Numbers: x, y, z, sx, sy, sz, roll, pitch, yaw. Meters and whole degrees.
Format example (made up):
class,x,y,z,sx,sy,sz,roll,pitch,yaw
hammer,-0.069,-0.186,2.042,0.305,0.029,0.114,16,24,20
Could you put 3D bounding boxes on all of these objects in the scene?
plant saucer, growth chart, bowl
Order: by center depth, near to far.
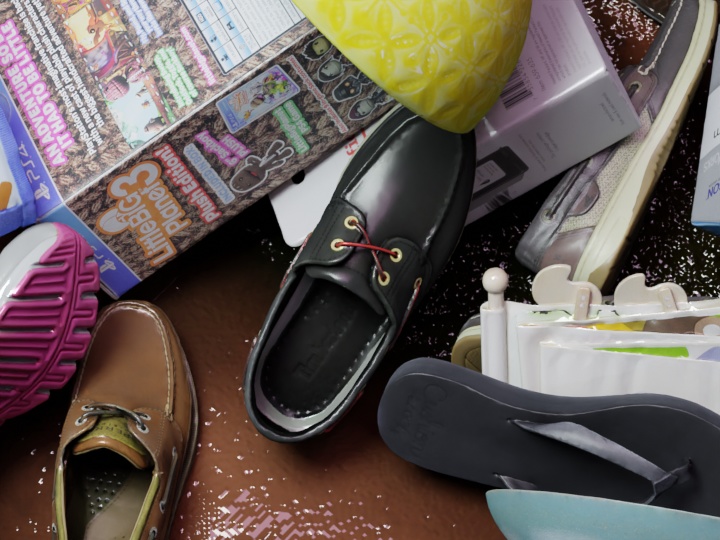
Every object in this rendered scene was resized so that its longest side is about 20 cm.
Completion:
class,x,y,z,sx,sy,sz,roll,pitch,yaw
plant saucer,0.157,0.138,1.037,0.198,0.200,0.028,9,81,5
bowl,0.025,-0.178,1.071,0.108,0.200,0.201,-42,66,17
growth chart,0.155,0.068,1.111,0.198,0.146,0.018,9,27,7

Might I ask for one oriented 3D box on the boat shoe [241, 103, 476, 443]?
class,x,y,z,sx,sy,sz,roll,pitch,yaw
boat shoe,0.002,0.001,1.122,0.073,0.063,0.203,30,98,-2

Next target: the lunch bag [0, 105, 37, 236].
class,x,y,z,sx,sy,sz,roll,pitch,yaw
lunch bag,-0.277,-0.075,1.076,0.169,0.124,0.201,-25,71,-21

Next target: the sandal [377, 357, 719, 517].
class,x,y,z,sx,sy,sz,roll,pitch,yaw
sandal,0.104,0.099,1.103,0.198,0.077,0.043,9,28,9

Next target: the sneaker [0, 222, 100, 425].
class,x,y,z,sx,sy,sz,roll,pitch,yaw
sneaker,-0.216,0.048,1.110,0.200,0.081,0.088,-51,60,10

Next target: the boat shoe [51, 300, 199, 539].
class,x,y,z,sx,sy,sz,roll,pitch,yaw
boat shoe,-0.124,0.098,1.122,0.071,0.068,0.202,-1,62,1

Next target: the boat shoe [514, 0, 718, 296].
class,x,y,z,sx,sy,sz,roll,pitch,yaw
boat shoe,0.146,-0.079,1.214,0.065,0.072,0.202,22,69,6

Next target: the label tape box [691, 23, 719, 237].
class,x,y,z,sx,sy,sz,roll,pitch,yaw
label tape box,0.258,-0.040,1.171,0.142,0.066,0.202,22,63,-17

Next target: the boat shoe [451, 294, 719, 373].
class,x,y,z,sx,sy,sz,roll,pitch,yaw
boat shoe,0.150,0.045,1.156,0.198,0.074,0.065,7,47,5

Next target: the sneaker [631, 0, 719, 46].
class,x,y,z,sx,sy,sz,roll,pitch,yaw
sneaker,0.252,-0.175,1.279,0.198,0.073,0.085,14,29,15

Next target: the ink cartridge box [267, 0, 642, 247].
class,x,y,z,sx,sy,sz,roll,pitch,yaw
ink cartridge box,0.041,-0.089,1.193,0.199,0.067,0.117,-29,57,12

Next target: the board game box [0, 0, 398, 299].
class,x,y,z,sx,sy,sz,roll,pitch,yaw
board game box,-0.104,-0.115,1.171,0.199,0.097,0.160,-34,56,4
